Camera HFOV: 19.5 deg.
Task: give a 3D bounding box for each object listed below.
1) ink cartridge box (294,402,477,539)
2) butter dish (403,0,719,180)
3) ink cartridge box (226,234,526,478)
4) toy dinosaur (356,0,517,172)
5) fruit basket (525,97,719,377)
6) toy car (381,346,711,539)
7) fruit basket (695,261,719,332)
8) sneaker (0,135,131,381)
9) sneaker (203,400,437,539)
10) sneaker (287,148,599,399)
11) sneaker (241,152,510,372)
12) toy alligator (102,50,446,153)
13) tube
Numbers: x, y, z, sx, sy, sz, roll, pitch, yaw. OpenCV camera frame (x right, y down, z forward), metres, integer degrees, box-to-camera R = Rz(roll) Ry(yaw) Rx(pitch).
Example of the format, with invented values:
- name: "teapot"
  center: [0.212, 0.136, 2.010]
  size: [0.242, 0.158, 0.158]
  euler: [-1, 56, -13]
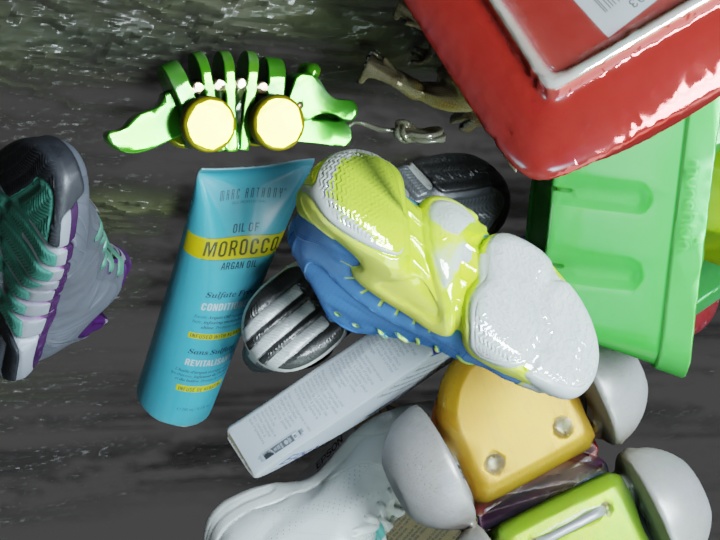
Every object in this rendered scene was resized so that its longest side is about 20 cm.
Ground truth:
- name: "ink cartridge box"
  center: [0.018, 0.205, 1.554]
  size: [0.164, 0.075, 0.200]
  euler: [27, 117, -32]
- name: "butter dish"
  center: [0.133, -0.142, 1.116]
  size: [0.199, 0.200, 0.148]
  euler: [-30, 154, -1]
- name: "ink cartridge box"
  center: [0.033, 0.050, 1.342]
  size: [0.199, 0.041, 0.199]
  euler: [-36, 174, 21]
- name: "toy dinosaur"
  center: [0.055, -0.106, 1.160]
  size: [0.100, 0.200, 0.059]
  euler: [28, 96, -5]
- name: "fruit basket"
  center: [0.203, -0.045, 1.263]
  size: [0.214, 0.217, 0.156]
  euler: [-27, -172, 0]
- name: "toy car"
  center: [0.114, 0.142, 1.352]
  size: [0.174, 0.201, 0.150]
  euler: [-26, 172, -8]
- name: "fruit basket"
  center: [0.203, 0.003, 1.450]
  size: [0.184, 0.094, 0.200]
  euler: [-34, 163, 0]
- name: "sneaker"
  center: [-0.167, -0.019, 1.193]
  size: [0.087, 0.075, 0.200]
  euler: [-23, 158, -31]
- name: "sneaker"
  center: [-0.001, 0.164, 1.398]
  size: [0.199, 0.089, 0.076]
  euler: [-28, 132, -10]
- name: "sneaker"
  center: [0.041, 0.011, 1.203]
  size: [0.076, 0.200, 0.105]
  euler: [-55, -171, -32]
- name: "sneaker"
  center: [0.000, 0.000, 1.335]
  size: [0.199, 0.075, 0.116]
  euler: [-33, 175, -17]
- name: "toy alligator"
  center: [-0.046, -0.095, 1.168]
  size: [0.198, 0.059, 0.055]
  euler: [-3, 97, -18]
- name: "tube"
  center: [-0.090, 0.009, 1.295]
  size: [0.077, 0.051, 0.201]
  euler: [-11, 138, -35]
